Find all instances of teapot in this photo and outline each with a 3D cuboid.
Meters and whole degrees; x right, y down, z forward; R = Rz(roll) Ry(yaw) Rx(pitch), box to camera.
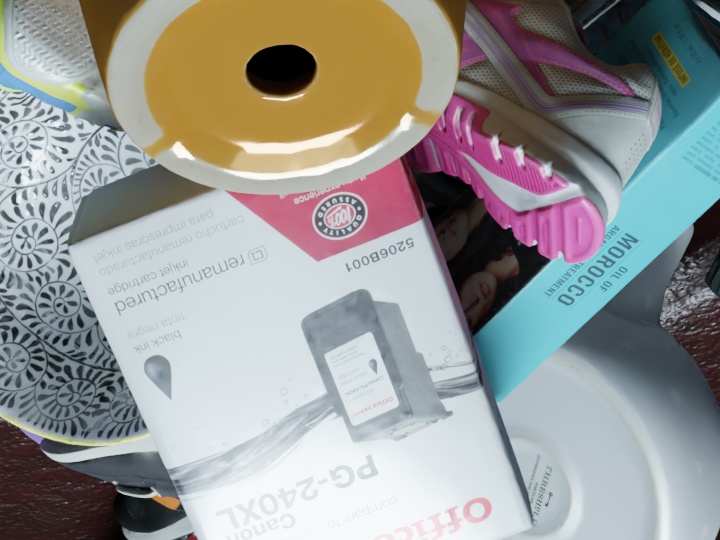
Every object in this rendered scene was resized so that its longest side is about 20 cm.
[{"bbox_3d":[0.127,0.100,0.834,0.199,0.199,0.145,-31,175,38],"label":"teapot"}]

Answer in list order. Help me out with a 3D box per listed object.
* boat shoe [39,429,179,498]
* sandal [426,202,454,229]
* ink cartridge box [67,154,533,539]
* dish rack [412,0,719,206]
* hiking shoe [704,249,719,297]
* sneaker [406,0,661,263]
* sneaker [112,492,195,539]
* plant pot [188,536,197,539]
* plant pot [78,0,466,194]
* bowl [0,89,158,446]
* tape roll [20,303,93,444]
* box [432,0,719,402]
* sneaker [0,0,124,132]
[{"bbox_3d":[-0.108,0.093,0.808,0.199,0.074,0.061,-15,117,49],"label":"boat shoe"},{"bbox_3d":[-0.001,0.000,0.803,0.198,0.048,0.076,-19,139,-1],"label":"sandal"},{"bbox_3d":[-0.022,0.041,0.658,0.144,0.084,0.202,-21,109,2],"label":"ink cartridge box"},{"bbox_3d":[0.135,-0.088,0.785,0.170,0.044,0.200,23,135,-34],"label":"dish rack"},{"bbox_3d":[0.283,-0.015,0.822,0.198,0.087,0.075,-20,147,-25],"label":"hiking shoe"},{"bbox_3d":[0.056,-0.088,0.681,0.088,0.199,0.082,-42,151,-18],"label":"sneaker"},{"bbox_3d":[-0.097,0.109,0.897,0.070,0.091,0.199,-29,-174,-39],"label":"sneaker"},{"bbox_3d":[-0.095,0.267,1.103,0.198,0.202,0.183,4,141,-15],"label":"plant pot"},{"bbox_3d":[-0.036,-0.139,0.563,0.197,0.185,0.201,-4,144,-3],"label":"plant pot"},{"bbox_3d":[-0.129,-0.022,0.758,0.198,0.094,0.204,6,107,18],"label":"bowl"},{"bbox_3d":[-0.118,0.048,0.910,0.197,0.066,0.201,-5,144,-4],"label":"tape roll"},{"bbox_3d":[0.105,-0.034,0.715,0.049,0.083,0.200,25,120,-35],"label":"box"},{"bbox_3d":[-0.178,-0.120,0.654,0.200,0.076,0.105,40,139,-20],"label":"sneaker"}]
